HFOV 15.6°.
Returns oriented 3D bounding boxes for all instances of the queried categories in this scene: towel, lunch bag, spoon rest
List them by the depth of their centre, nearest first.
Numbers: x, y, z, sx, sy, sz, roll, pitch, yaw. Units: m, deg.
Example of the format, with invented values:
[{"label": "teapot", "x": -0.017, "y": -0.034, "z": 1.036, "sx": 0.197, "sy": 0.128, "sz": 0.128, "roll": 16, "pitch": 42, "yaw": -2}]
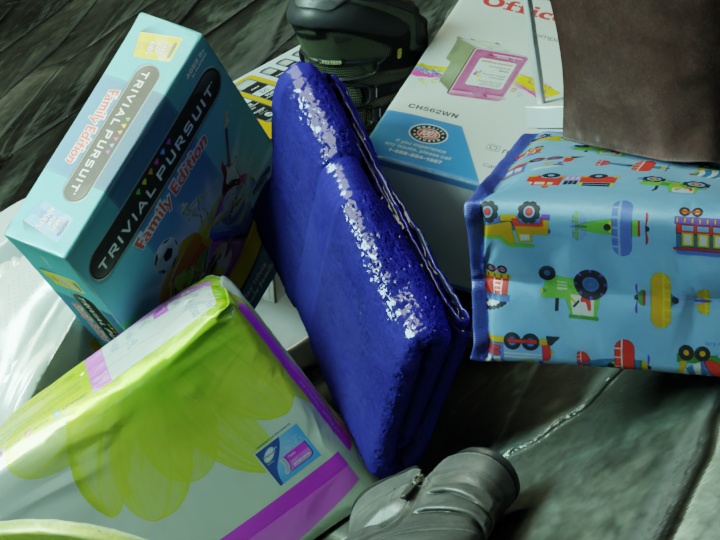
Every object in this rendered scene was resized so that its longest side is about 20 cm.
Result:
[{"label": "lunch bag", "x": 0.148, "y": -0.032, "z": 1.374, "sx": 0.150, "sy": 0.094, "sz": 0.200, "roll": 4, "pitch": 26, "yaw": 14}, {"label": "towel", "x": 0.000, "y": 0.000, "z": 1.455, "sx": 0.049, "sy": 0.148, "sz": 0.200, "roll": -13, "pitch": 57, "yaw": -18}, {"label": "spoon rest", "x": -0.060, "y": 0.021, "z": 1.744, "sx": 0.099, "sy": 0.061, "sz": 0.200, "roll": -40, "pitch": 18, "yaw": -11}]

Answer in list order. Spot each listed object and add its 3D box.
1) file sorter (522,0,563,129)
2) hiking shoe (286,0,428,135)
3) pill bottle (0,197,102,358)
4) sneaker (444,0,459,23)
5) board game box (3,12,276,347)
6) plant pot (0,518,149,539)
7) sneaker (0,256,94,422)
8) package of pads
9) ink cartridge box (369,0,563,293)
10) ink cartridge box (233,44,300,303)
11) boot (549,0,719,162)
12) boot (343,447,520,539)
[{"label": "file sorter", "x": 0.199, "y": -0.159, "z": 1.459, "sx": 0.139, "sy": 0.125, "sz": 0.200, "roll": 3, "pitch": 16, "yaw": 42}, {"label": "hiking shoe", "x": 0.003, "y": -0.102, "z": 1.594, "sx": 0.076, "sy": 0.200, "sz": 0.101, "roll": 6, "pitch": 71, "yaw": 22}, {"label": "pill bottle", "x": -0.167, "y": 0.052, "z": 1.645, "sx": 0.104, "sy": 0.200, "sz": 0.104, "roll": -32, "pitch": 19, "yaw": 12}, {"label": "sneaker", "x": 0.159, "y": -0.135, "z": 1.714, "sx": 0.199, "sy": 0.076, "sz": 0.115, "roll": -10, "pitch": 63, "yaw": 3}, {"label": "board game box", "x": -0.110, "y": -0.029, "z": 1.516, "sx": 0.047, "sy": 0.200, "sz": 0.151, "roll": 21, "pitch": 71, "yaw": 27}, {"label": "plant pot", "x": -0.137, "y": 0.247, "z": 1.188, "sx": 0.200, "sy": 0.200, "sz": 0.185, "roll": -21, "pitch": 36, "yaw": 40}, {"label": "sneaker", "x": -0.187, "y": 0.009, "z": 1.552, "sx": 0.088, "sy": 0.075, "sz": 0.200, "roll": 20, "pitch": 71, "yaw": 25}, {"label": "package of pads", "x": -0.113, "y": 0.114, "z": 1.471, "sx": 0.200, "sy": 0.155, "sz": 0.068, "roll": -37, "pitch": 20, "yaw": 4}, {"label": "ink cartridge box", "x": 0.096, "y": -0.076, "z": 1.557, "sx": 0.144, "sy": 0.085, "sz": 0.200, "roll": 15, "pitch": 39, "yaw": 14}, {"label": "ink cartridge box", "x": -0.055, "y": -0.080, "z": 1.758, "sx": 0.175, "sy": 0.084, "sz": 0.200, "roll": 22, "pitch": 39, "yaw": 36}, {"label": "boot", "x": 0.109, "y": -0.148, "z": 1.353, "sx": 0.200, "sy": 0.167, "sz": 0.072, "roll": 15, "pitch": 18, "yaw": 33}, {"label": "boot", "x": -0.015, "y": 0.163, "z": 1.341, "sx": 0.200, "sy": 0.070, "sz": 0.132, "roll": -16, "pitch": 23, "yaw": 23}]
